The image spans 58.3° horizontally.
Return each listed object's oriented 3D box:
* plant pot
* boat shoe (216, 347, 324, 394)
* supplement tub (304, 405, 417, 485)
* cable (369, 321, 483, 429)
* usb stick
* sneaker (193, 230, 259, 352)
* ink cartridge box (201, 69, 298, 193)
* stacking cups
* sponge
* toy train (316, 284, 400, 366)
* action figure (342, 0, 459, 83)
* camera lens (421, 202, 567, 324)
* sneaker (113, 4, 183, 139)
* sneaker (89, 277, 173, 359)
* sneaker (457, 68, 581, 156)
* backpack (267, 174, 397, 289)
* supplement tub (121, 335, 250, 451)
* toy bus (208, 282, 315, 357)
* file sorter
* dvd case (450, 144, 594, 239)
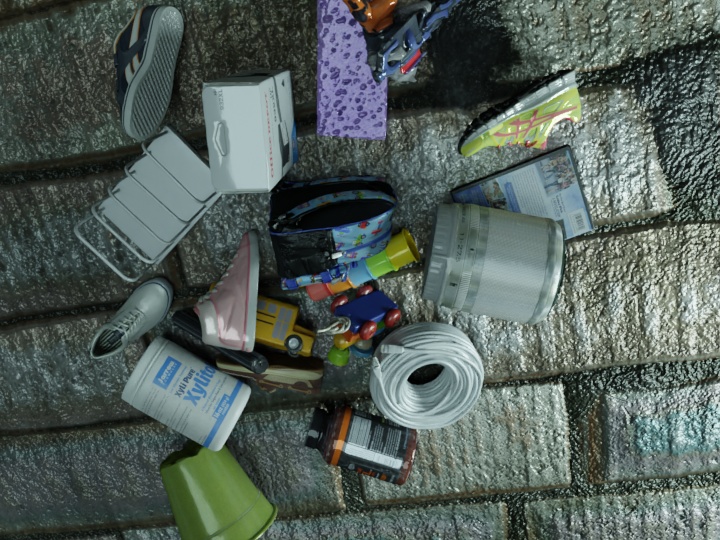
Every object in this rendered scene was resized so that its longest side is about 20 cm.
[{"bbox_3d":[-0.286,0.422,1.222,0.197,0.200,0.193,-25,95,15],"label":"plant pot"},{"bbox_3d":[-0.165,0.191,1.170,0.195,0.072,0.073,6,111,-2],"label":"boat shoe"},{"bbox_3d":[0.000,0.312,1.177,0.196,0.107,0.109,17,112,0],"label":"supplement tub"},{"bbox_3d":[0.112,0.183,1.113,0.195,0.070,0.204,-6,121,-6],"label":"cable"},{"bbox_3d":[-0.246,0.124,1.127,0.197,0.056,0.033,26,80,22],"label":"usb stick"},{"bbox_3d":[-0.219,0.029,1.059,0.102,0.075,0.205,4,75,-10],"label":"sneaker"},{"bbox_3d":[-0.153,-0.209,0.941,0.082,0.201,0.148,0,112,6],"label":"ink cartridge box"},{"bbox_3d":[0.000,0.000,1.079,0.197,0.061,0.061,-27,106,15],"label":"stacking cups"},{"bbox_3d":[-0.011,-0.305,0.981,0.109,0.030,0.204,3,111,4],"label":"sponge"},{"bbox_3d":[-0.027,0.109,1.060,0.084,0.198,0.117,38,124,24],"label":"toy train"},{"bbox_3d":[0.045,-0.363,0.907,0.104,0.200,0.196,17,141,46],"label":"action figure"},{"bbox_3d":[0.201,-0.012,0.980,0.196,0.160,0.163,10,112,3],"label":"camera lens"},{"bbox_3d":[-0.331,-0.300,0.978,0.078,0.078,0.204,14,86,23],"label":"sneaker"},{"bbox_3d":[-0.410,0.095,1.158,0.073,0.071,0.200,42,110,-10],"label":"sneaker"},{"bbox_3d":[0.240,-0.213,0.962,0.197,0.078,0.091,-27,108,15],"label":"sneaker"},{"bbox_3d":[-0.038,-0.068,1.003,0.196,0.184,0.137,-10,119,-2],"label":"backpack"},{"bbox_3d":[-0.310,0.222,1.164,0.198,0.132,0.133,30,112,-7],"label":"supplement tub"},{"bbox_3d":[-0.172,0.089,1.120,0.196,0.065,0.080,16,74,0],"label":"toy bus"},{"bbox_3d":[-0.339,-0.104,1.045,0.139,0.125,0.200,44,109,-11],"label":"file sorter"},{"bbox_3d":[0.259,-0.098,1.035,0.197,0.018,0.145,-20,107,14],"label":"dvd case"}]
